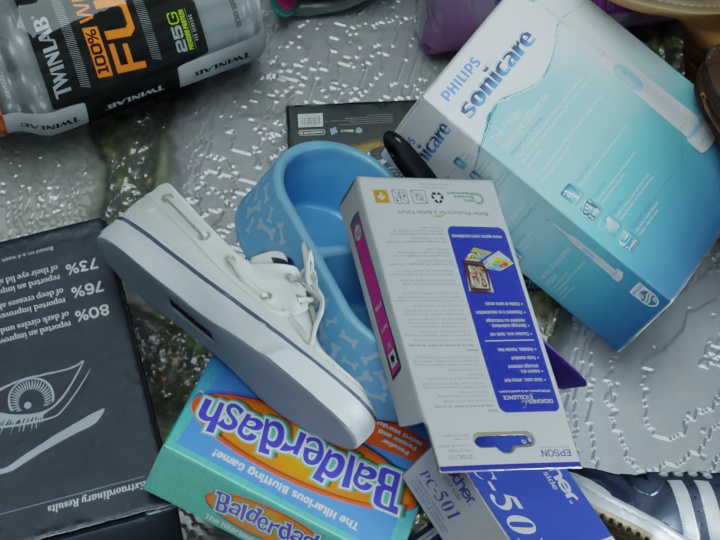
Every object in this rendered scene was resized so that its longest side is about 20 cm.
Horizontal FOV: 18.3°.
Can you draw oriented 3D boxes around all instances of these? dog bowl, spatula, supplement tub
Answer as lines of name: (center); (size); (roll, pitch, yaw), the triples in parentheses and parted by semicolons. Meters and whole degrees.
dog bowl: (0.000, 0.000, 1.371); (0.111, 0.050, 0.201); (-6, 50, -33)
spatula: (0.072, -0.004, 1.396); (0.020, 0.056, 0.201); (-36, 98, -24)
supplement tub: (-0.172, -0.165, 1.474); (0.199, 0.123, 0.123); (-22, 67, -9)

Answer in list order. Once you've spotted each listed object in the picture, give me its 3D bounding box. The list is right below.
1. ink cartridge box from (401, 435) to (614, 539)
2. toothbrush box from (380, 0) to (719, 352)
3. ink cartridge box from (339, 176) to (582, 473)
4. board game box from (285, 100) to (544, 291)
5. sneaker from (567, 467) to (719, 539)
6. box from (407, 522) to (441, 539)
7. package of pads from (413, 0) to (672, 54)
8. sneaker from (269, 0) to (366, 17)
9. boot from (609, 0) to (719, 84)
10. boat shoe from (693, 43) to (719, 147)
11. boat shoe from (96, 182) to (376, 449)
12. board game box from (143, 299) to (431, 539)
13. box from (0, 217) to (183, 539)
ink cartridge box: (0.114, 0.180, 1.284); (0.094, 0.044, 0.201); (-10, 61, -53)
toothbrush box: (0.137, -0.074, 1.415); (0.200, 0.085, 0.147); (39, 59, 0)
ink cartridge box: (0.056, 0.035, 1.301); (0.094, 0.037, 0.201); (1, 55, -26)
board game box: (0.052, -0.048, 1.472); (0.198, 0.028, 0.136); (-2, 66, -2)
sneaker: (0.217, 0.138, 1.363); (0.199, 0.070, 0.109); (24, 71, 4)
box: (0.086, 0.244, 1.320); (0.070, 0.064, 0.200); (-33, 70, -14)
package of pads: (0.132, -0.216, 1.497); (0.198, 0.121, 0.076); (-8, 53, -3)
sneaker: (-0.056, -0.236, 1.532); (0.198, 0.084, 0.121); (15, 57, 6)
boot: (0.224, -0.162, 1.453); (0.198, 0.155, 0.074); (9, 69, 0)
boat shoe: (0.266, -0.054, 1.367); (0.072, 0.068, 0.201); (-13, 72, -37)
boat shoe: (-0.054, 0.015, 1.298); (0.201, 0.075, 0.086); (37, 70, 21)
board game box: (-0.023, 0.087, 1.343); (0.151, 0.045, 0.201); (27, 42, -1)
box: (-0.200, 0.090, 1.368); (0.147, 0.105, 0.202); (-13, 67, -6)
